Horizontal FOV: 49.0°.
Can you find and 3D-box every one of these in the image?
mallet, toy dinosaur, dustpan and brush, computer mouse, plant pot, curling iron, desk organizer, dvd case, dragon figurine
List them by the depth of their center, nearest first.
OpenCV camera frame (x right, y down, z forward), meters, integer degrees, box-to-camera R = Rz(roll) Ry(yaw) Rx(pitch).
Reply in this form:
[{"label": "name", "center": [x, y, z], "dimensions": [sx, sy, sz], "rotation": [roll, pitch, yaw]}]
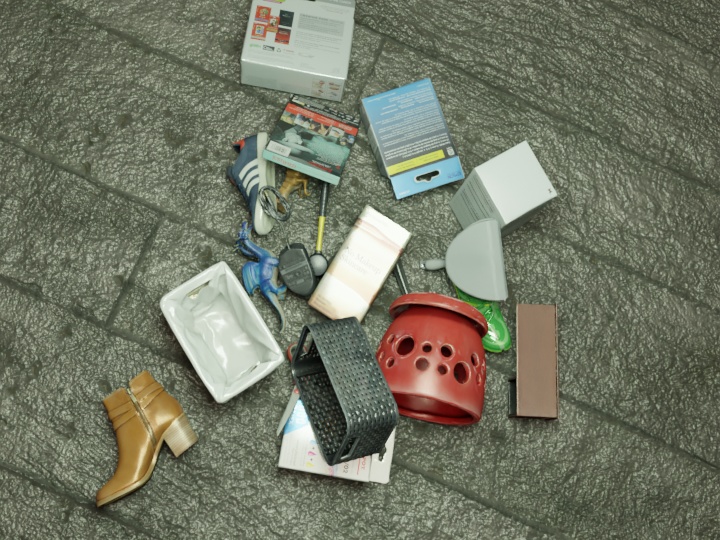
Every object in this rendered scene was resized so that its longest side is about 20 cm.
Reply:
[{"label": "plant pot", "center": [0.123, 0.150, 1.343], "dimensions": [0.196, 0.201, 0.186], "rotation": [16, 69, -3]}, {"label": "computer mouse", "center": [-0.126, -0.051, 1.367], "dimensions": [0.058, 0.034, 0.204], "rotation": [-18, 94, 11]}, {"label": "dustpan and brush", "center": [0.175, -0.014, 1.392], "dimensions": [0.057, 0.197, 0.143], "rotation": [-12, 95, -53]}, {"label": "dragon figurine", "center": [-0.179, 0.016, 1.403], "dimensions": [0.097, 0.059, 0.205], "rotation": [-2, 78, -7]}, {"label": "mallet", "center": [-0.069, -0.088, 1.406], "dimensions": [0.040, 0.066, 0.205], "rotation": [6, 97, -3]}, {"label": "desk organizer", "center": [0.309, 0.164, 1.422], "dimensions": [0.075, 0.072, 0.205], "rotation": [3, 78, -3]}, {"label": "dvd case", "center": [-0.084, -0.241, 1.432], "dimensions": [0.143, 0.022, 0.202], "rotation": [19, 41, -3]}, {"label": "curling iron", "center": [0.051, -0.026, 1.456], "dimensions": [0.049, 0.026, 0.203], "rotation": [-27, 84, 2]}, {"label": "toy dinosaur", "center": [-0.104, -0.204, 1.458], "dimensions": [0.104, 0.060, 0.204], "rotation": [15, 77, -1]}]

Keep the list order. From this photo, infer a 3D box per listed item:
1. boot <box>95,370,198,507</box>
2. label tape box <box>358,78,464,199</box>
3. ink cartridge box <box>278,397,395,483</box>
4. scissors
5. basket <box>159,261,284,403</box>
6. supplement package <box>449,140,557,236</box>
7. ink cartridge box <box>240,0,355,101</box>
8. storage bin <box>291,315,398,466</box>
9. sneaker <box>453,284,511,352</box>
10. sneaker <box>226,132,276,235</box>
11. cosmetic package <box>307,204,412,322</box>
[{"label": "boot", "center": [-0.388, 0.280, 1.320], "dimensions": [0.199, 0.074, 0.156], "rotation": [-37, 86, -24]}, {"label": "label tape box", "center": [0.095, -0.240, 1.487], "dimensions": [0.141, 0.066, 0.204], "rotation": [-18, 83, -10]}, {"label": "ink cartridge box", "center": [-0.035, 0.294, 1.356], "dimensions": [0.196, 0.068, 0.118], "rotation": [10, 76, -4]}, {"label": "scissors", "center": [-0.098, 0.198, 1.344], "dimensions": [0.072, 0.014, 0.202], "rotation": [10, 43, -6]}, {"label": "basket", "center": [-0.233, 0.110, 1.344], "dimensions": [0.134, 0.123, 0.202], "rotation": [-32, 84, -12]}, {"label": "supplement package", "center": [0.249, -0.128, 1.409], "dimensions": [0.112, 0.200, 0.111], "rotation": [-28, 82, -12]}, {"label": "ink cartridge box", "center": [-0.114, -0.431, 1.489], "dimensions": [0.196, 0.084, 0.179], "rotation": [10, 71, -5]}, {"label": "storage bin", "center": [-0.029, 0.192, 1.274], "dimensions": [0.092, 0.136, 0.202], "rotation": [-7, 54, -25]}, {"label": "sneaker", "center": [0.214, 0.054, 1.427], "dimensions": [0.073, 0.084, 0.203], "rotation": [-22, 82, -10]}, {"label": "sneaker", "center": [-0.200, -0.152, 1.426], "dimensions": [0.083, 0.075, 0.204], "rotation": [-8, 62, 9]}, {"label": "cosmetic package", "center": [0.000, 0.000, 1.396], "dimensions": [0.102, 0.087, 0.202], "rotation": [30, 86, 3]}]
